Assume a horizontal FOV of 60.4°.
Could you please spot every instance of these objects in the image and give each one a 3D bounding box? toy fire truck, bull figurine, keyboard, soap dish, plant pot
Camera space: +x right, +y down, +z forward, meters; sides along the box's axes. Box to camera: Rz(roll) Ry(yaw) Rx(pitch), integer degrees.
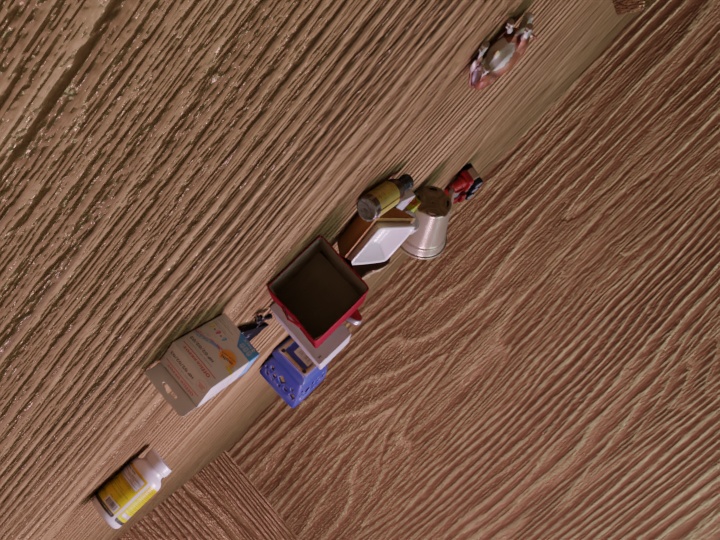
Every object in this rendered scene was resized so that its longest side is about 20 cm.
[{"bbox_3d":[0.396,-0.317,2.553,0.197,0.130,0.176,-30,170,-17],"label":"toy fire truck"},{"bbox_3d":[0.300,-0.460,1.283,0.200,0.065,0.121,-48,169,3],"label":"bull figurine"},{"bbox_3d":[-0.277,0.148,1.576,0.126,0.021,0.200,-40,175,7],"label":"keyboard"},{"bbox_3d":[0.040,-0.095,1.635,0.158,0.082,0.198,-49,157,27],"label":"soap dish"},{"bbox_3d":[0.219,-0.174,2.073,0.200,0.200,0.185,-40,161,-31],"label":"plant pot"},{"bbox_3d":[-0.235,0.352,2.324,0.199,0.200,0.181,-37,165,-41],"label":"plant pot"}]

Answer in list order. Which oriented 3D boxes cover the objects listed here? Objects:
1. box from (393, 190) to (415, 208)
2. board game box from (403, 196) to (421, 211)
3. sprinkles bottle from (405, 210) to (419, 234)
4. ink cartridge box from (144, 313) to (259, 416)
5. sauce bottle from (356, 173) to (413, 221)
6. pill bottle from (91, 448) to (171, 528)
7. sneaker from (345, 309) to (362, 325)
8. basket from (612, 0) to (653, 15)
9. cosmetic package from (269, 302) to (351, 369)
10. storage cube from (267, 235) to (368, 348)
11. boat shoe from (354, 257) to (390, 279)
[{"bbox_3d":[0.063,-0.148,1.793,0.200,0.041,0.156,-48,174,26],"label":"box"},{"bbox_3d":[0.107,-0.154,1.995,0.101,0.048,0.201,-39,171,-43],"label":"board game box"},{"bbox_3d":[0.095,-0.111,1.911,0.199,0.069,0.068,-33,-177,44],"label":"sprinkles bottle"},{"bbox_3d":[-0.299,0.177,1.188,0.068,0.115,0.199,-47,173,30],"label":"ink cartridge box"},{"bbox_3d":[0.066,-0.182,1.499,0.199,0.065,0.065,-37,170,-47],"label":"sauce bottle"},{"bbox_3d":[-0.626,0.595,1.706,0.199,0.113,0.113,-42,173,-21],"label":"pill bottle"},{"bbox_3d":[-0.047,0.039,1.603,0.113,0.200,0.071,-53,157,19],"label":"sneaker"},{"bbox_3d":[0.901,-0.955,2.014,0.200,0.150,0.142,-43,-154,-13],"label":"basket"},{"bbox_3d":[-0.132,0.148,1.680,0.123,0.200,0.200,-42,173,-9],"label":"cosmetic package"},{"bbox_3d":[-0.098,0.057,1.469,0.200,0.171,0.180,-43,174,-11],"label":"storage cube"},{"bbox_3d":[0.000,0.000,1.932,0.195,0.073,0.065,-17,166,-6],"label":"boat shoe"}]
